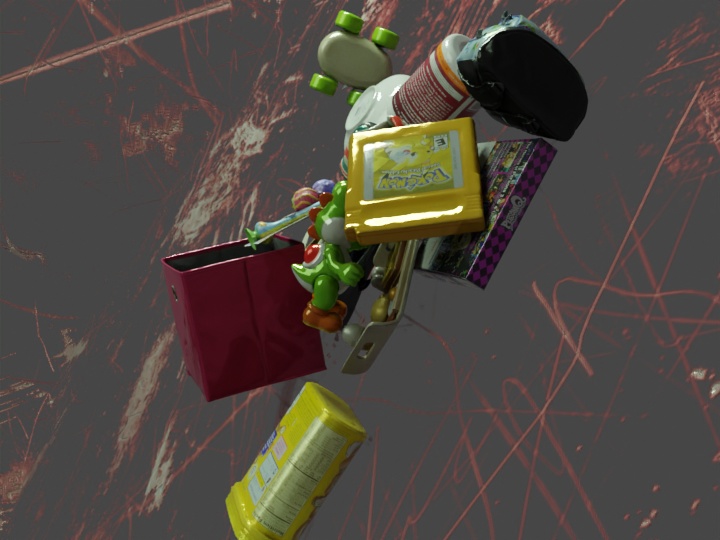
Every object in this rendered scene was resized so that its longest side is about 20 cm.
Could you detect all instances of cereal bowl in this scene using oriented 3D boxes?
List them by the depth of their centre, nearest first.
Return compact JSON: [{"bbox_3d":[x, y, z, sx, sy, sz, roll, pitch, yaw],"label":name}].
[{"bbox_3d":[0.032,-0.272,1.717,0.200,0.083,0.201,-47,25,30],"label":"cereal bowl"}]

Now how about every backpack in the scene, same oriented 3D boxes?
[{"bbox_3d":[0.201,-0.253,1.227,0.154,0.163,0.200,-53,13,-8],"label":"backpack"}]

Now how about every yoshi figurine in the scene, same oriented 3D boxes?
[{"bbox_3d":[-0.014,-0.019,1.301,0.112,0.112,0.201,26,111,41],"label":"yoshi figurine"}]

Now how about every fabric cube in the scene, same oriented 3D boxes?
[{"bbox_3d":[-0.186,0.065,1.481,0.196,0.199,0.201,-159,58,-68],"label":"fabric cube"}]

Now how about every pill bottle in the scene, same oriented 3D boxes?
[{"bbox_3d":[0.114,-0.258,1.464,0.200,0.113,0.113,-42,26,37],"label":"pill bottle"}]

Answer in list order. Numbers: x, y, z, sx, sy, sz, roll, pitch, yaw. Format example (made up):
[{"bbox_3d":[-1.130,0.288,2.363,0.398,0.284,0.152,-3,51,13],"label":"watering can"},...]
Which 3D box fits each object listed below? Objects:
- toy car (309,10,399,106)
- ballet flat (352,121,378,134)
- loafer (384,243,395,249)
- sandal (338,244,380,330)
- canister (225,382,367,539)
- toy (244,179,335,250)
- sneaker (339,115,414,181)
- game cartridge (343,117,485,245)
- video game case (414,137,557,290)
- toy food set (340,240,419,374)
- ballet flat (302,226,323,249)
[{"bbox_3d":[-0.016,-0.434,1.980,0.200,0.157,0.165,-109,42,-78],"label":"toy car"},{"bbox_3d":[0.053,-0.137,1.443,0.073,0.073,0.201,-35,75,46],"label":"ballet flat"},{"bbox_3d":[0.078,-0.105,1.340,0.201,0.075,0.068,-62,-12,29],"label":"loafer"},{"bbox_3d":[0.000,0.001,1.453,0.043,0.076,0.201,20,90,38],"label":"sandal"},{"bbox_3d":[-0.085,0.262,1.253,0.201,0.086,0.149,-56,21,3],"label":"canister"},{"bbox_3d":[-0.087,-0.099,1.432,0.199,0.047,0.115,-32,8,-15],"label":"toy"},{"bbox_3d":[0.069,-0.181,1.366,0.094,0.198,0.071,106,148,-54],"label":"sneaker"},{"bbox_3d":[0.068,-0.118,1.224,0.175,0.033,0.201,-7,43,8],"label":"game cartridge"},{"bbox_3d":[0.154,-0.076,1.231,0.201,0.036,0.181,-62,19,-6],"label":"video game case"},{"bbox_3d":[0.022,0.029,1.299,0.144,0.060,0.201,117,170,-54],"label":"toy food set"},{"bbox_3d":[-0.053,-0.072,1.665,0.201,0.063,0.069,-56,21,8],"label":"ballet flat"}]
